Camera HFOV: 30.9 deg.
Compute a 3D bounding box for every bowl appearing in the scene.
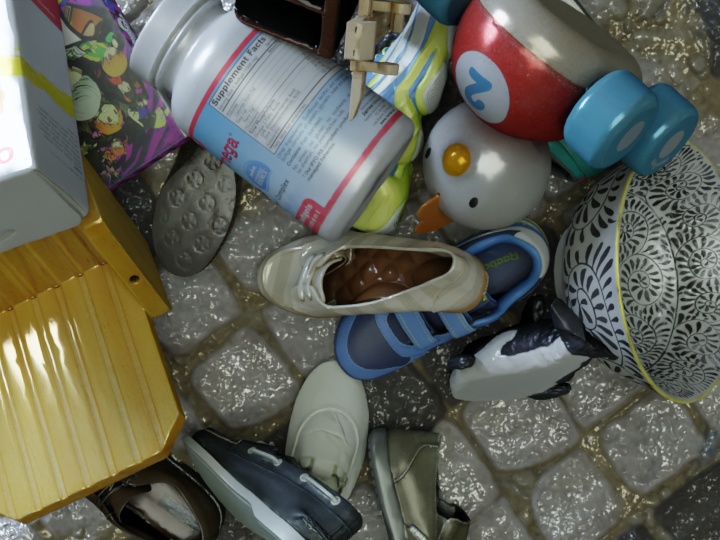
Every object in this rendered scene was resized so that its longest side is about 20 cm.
[{"bbox_3d":[0.213,0.001,1.022,0.093,0.200,0.204,-3,98,42],"label":"bowl"}]

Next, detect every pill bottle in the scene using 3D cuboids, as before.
[{"bbox_3d":[-0.067,-0.121,0.956,0.199,0.109,0.109,37,93,2],"label":"pill bottle"}]

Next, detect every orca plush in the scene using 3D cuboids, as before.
[{"bbox_3d":[0.124,0.048,1.003,0.104,0.200,0.072,9,71,-6],"label":"orca plush"}]

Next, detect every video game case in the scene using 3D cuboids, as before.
[{"bbox_3d":[-0.257,-0.130,1.016,0.199,0.036,0.183,-31,94,11],"label":"video game case"}]

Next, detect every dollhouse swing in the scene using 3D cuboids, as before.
[{"bbox_3d":[-0.251,0.055,0.970,0.198,0.177,0.182,-24,140,4],"label":"dollhouse swing"}]

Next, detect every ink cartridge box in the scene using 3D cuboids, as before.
[{"bbox_3d":[-0.283,-0.117,0.919,0.143,0.083,0.202,-18,67,9],"label":"ink cartridge box"}]

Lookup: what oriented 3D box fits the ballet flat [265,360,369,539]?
[{"bbox_3d":[-0.036,0.176,1.059,0.069,0.069,0.203,16,94,-4],"label":"ballet flat"}]

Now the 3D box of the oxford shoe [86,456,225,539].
[{"bbox_3d":[-0.196,0.159,1.042,0.199,0.084,0.073,32,95,-3],"label":"oxford shoe"}]

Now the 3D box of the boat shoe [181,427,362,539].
[{"bbox_3d":[-0.071,0.169,1.012,0.060,0.199,0.076,-39,131,-18],"label":"boat shoe"}]

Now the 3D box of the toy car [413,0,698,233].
[{"bbox_3d":[0.096,-0.096,0.921,0.184,0.176,0.201,46,112,21],"label":"toy car"}]

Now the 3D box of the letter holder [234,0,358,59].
[{"bbox_3d":[-0.045,-0.277,0.912,0.141,0.101,0.202,21,65,4],"label":"letter holder"}]

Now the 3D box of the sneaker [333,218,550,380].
[{"bbox_3d":[0.064,0.021,1.040,0.199,0.082,0.074,-33,98,2],"label":"sneaker"}]

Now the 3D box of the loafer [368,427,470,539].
[{"bbox_3d":[0.059,0.222,1.062,0.069,0.075,0.203,-14,96,3],"label":"loafer"}]

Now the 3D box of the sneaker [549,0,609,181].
[{"bbox_3d":[0.134,-0.147,1.030,0.121,0.084,0.200,-43,97,-7],"label":"sneaker"}]

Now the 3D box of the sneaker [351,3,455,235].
[{"bbox_3d":[0.007,-0.133,1.026,0.104,0.076,0.203,16,95,-3],"label":"sneaker"}]

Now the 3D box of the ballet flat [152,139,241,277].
[{"bbox_3d":[-0.120,-0.094,1.044,0.066,0.046,0.203,13,99,2],"label":"ballet flat"}]

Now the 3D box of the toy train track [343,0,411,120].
[{"bbox_3d":[0.020,-0.169,0.907,0.032,0.200,0.116,7,107,6],"label":"toy train track"}]

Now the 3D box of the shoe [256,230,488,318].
[{"bbox_3d":[0.000,0.000,1.012,0.198,0.053,0.071,-1,80,27],"label":"shoe"}]
